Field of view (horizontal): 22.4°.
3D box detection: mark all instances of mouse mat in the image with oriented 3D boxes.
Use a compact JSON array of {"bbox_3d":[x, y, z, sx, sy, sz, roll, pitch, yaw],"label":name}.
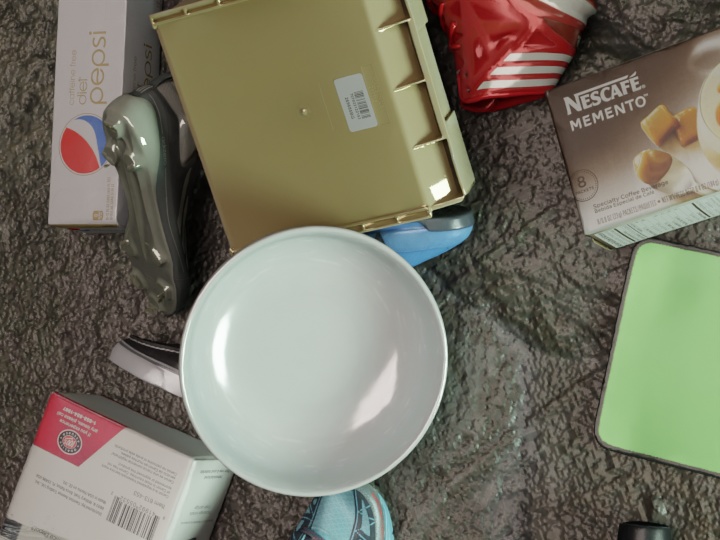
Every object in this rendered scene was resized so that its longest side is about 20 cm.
[{"bbox_3d":[0.276,0.072,1.316,0.199,0.008,0.162,13,90,24],"label":"mouse mat"}]

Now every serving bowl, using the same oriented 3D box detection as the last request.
[{"bbox_3d":[-0.038,0.063,1.357,0.198,0.066,0.202,-1,99,-8],"label":"serving bowl"}]

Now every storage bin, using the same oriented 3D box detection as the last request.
[{"bbox_3d":[-0.030,-0.132,1.368,0.197,0.094,0.201,-12,107,20],"label":"storage bin"}]

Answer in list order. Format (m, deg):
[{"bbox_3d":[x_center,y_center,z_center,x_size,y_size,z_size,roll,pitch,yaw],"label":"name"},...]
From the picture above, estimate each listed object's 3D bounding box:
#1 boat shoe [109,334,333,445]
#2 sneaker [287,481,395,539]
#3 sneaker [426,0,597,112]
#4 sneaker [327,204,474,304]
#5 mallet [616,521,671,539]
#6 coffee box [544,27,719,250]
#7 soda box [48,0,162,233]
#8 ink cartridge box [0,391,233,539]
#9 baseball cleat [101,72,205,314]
[{"bbox_3d":[-0.102,0.079,1.440,0.199,0.070,0.067,19,85,22],"label":"boat shoe"},{"bbox_3d":[-0.039,0.248,1.383,0.079,0.095,0.201,24,95,22],"label":"sneaker"},{"bbox_3d":[0.069,-0.191,1.386,0.199,0.078,0.116,25,94,23],"label":"sneaker"},{"bbox_3d":[0.000,0.000,1.411,0.199,0.066,0.079,-14,96,20],"label":"sneaker"},{"bbox_3d":[0.275,0.229,1.290,0.198,0.041,0.066,11,89,19],"label":"mallet"},{"bbox_3d":[0.247,-0.102,1.302,0.199,0.080,0.115,-18,77,20],"label":"coffee box"},{"bbox_3d":[-0.210,-0.133,1.502,0.068,0.064,0.202,0,86,22],"label":"soda box"},{"bbox_3d":[-0.206,0.217,1.460,0.144,0.084,0.201,22,93,22],"label":"ink cartridge box"},{"bbox_3d":[-0.145,-0.060,1.447,0.070,0.106,0.201,30,141,36],"label":"baseball cleat"}]
